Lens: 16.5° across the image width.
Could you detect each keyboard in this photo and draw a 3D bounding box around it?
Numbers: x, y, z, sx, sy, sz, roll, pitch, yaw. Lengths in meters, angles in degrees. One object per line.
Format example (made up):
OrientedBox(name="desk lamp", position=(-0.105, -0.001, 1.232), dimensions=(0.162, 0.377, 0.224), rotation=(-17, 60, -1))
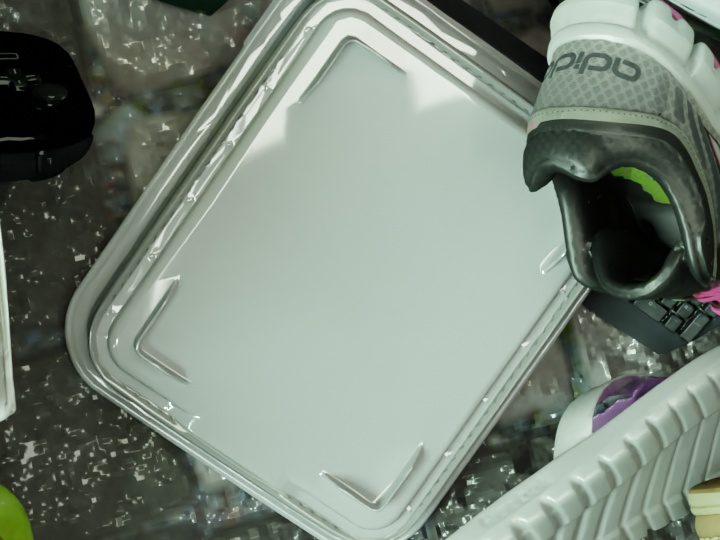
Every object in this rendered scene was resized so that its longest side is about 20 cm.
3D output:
OrientedBox(name="keyboard", position=(0.087, -0.057, 0.993), dimensions=(0.200, 0.021, 0.127), rotation=(33, 114, -11))

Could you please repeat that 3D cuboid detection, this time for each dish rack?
OrientedBox(name="dish rack", position=(0.000, 0.000, 0.960), dimensions=(0.171, 0.044, 0.200), rotation=(34, 95, -12))

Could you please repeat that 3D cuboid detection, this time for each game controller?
OrientedBox(name="game controller", position=(-0.200, -0.061, 0.907), dimensions=(0.199, 0.104, 0.042), rotation=(-3, 126, -17))

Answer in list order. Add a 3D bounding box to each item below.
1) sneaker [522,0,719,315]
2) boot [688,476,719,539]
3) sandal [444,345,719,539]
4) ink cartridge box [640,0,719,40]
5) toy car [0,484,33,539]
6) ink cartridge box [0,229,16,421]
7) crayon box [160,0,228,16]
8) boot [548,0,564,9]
OrientedBox(name="sneaker", position=(0.124, -0.011, 0.931), dimensions=(0.200, 0.074, 0.088), rotation=(47, 58, -30))
OrientedBox(name="boot", position=(0.221, 0.159, 1.016), dimensions=(0.199, 0.073, 0.156), rotation=(7, 85, -28))
OrientedBox(name="sandal", position=(0.101, 0.073, 1.002), dimensions=(0.202, 0.083, 0.050), rotation=(-29, 51, -23))
OrientedBox(name="ink cartridge box", position=(0.090, -0.133, 0.925), dimensions=(0.200, 0.161, 0.050), rotation=(23, 96, -1))
OrientedBox(name="toy car", position=(-0.206, 0.143, 0.874), dimensions=(0.150, 0.175, 0.200), rotation=(30, 76, 26))
OrientedBox(name="ink cartridge box", position=(-0.204, 0.015, 0.844), dimensions=(0.146, 0.200, 0.085), rotation=(-4, 88, -17))
OrientedBox(name="crayon box", position=(-0.122, -0.161, 0.896), dimensions=(0.199, 0.173, 0.058), rotation=(16, 81, -14))
OrientedBox(name="boot", position=(0.135, -0.134, 1.034), dimensions=(0.130, 0.068, 0.200), rotation=(-25, 92, -5))
